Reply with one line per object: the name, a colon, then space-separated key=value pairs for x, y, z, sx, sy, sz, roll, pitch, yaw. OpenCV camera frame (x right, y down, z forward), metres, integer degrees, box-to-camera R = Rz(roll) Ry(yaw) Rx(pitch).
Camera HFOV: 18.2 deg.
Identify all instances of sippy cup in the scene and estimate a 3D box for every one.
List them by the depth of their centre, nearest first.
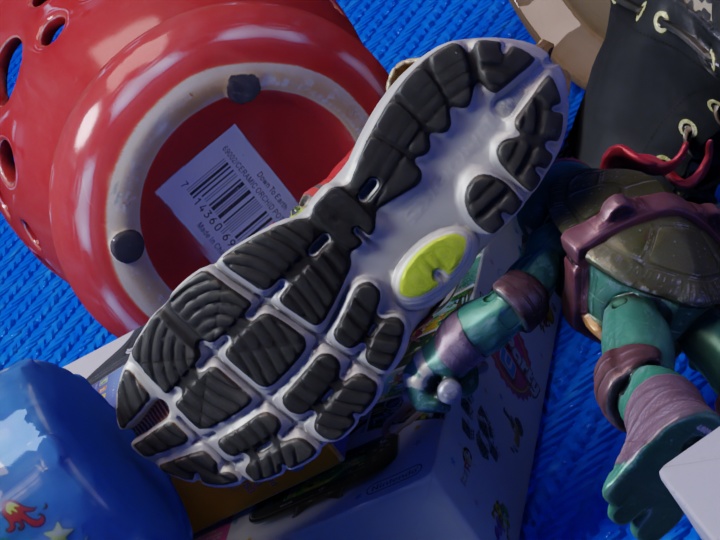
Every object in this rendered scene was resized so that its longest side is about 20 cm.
sippy cup: x=-0.133 y=0.105 z=0.794 sx=0.130 sy=0.178 sz=0.140 roll=-39 pitch=-13 yaw=8

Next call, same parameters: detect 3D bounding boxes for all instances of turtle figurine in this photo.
turtle figurine: x=0.089 y=0.018 z=0.775 sx=0.150 sy=0.101 sz=0.200 roll=-5 pitch=31 yaw=-19

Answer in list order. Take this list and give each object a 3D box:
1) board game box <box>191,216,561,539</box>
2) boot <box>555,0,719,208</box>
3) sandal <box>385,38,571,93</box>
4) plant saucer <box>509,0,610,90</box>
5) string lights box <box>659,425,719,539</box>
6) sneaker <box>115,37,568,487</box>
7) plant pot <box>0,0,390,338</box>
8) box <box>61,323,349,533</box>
board game box: x=-0.002 y=0.067 z=0.909 sx=0.147 sy=0.064 sz=0.200 roll=-25 pitch=25 yaw=24
boot: x=0.144 y=-0.056 z=0.875 sx=0.073 sy=0.154 sz=0.204 roll=0 pitch=32 yaw=-24
sandal: x=0.046 y=-0.078 z=1.015 sx=0.212 sy=0.070 sz=0.078 roll=-101 pitch=31 yaw=-84
plant saucer: x=0.099 y=-0.180 z=1.080 sx=0.029 sy=0.200 sz=0.200 roll=-24 pitch=20 yaw=-13
string lights box: x=0.158 y=0.094 z=0.458 sx=0.103 sy=0.200 sz=0.059 roll=-35 pitch=24 yaw=0
sneaker: x=0.000 y=0.000 z=0.795 sx=0.200 sy=0.077 sz=0.085 roll=-43 pitch=-1 yaw=8
plant pot: x=-0.076 y=-0.063 z=1.096 sx=0.200 sy=0.201 sz=0.182 roll=-38 pitch=30 yaw=-6
box: x=-0.069 y=0.058 z=0.894 sx=0.200 sy=0.041 sz=0.119 roll=-25 pitch=26 yaw=23
